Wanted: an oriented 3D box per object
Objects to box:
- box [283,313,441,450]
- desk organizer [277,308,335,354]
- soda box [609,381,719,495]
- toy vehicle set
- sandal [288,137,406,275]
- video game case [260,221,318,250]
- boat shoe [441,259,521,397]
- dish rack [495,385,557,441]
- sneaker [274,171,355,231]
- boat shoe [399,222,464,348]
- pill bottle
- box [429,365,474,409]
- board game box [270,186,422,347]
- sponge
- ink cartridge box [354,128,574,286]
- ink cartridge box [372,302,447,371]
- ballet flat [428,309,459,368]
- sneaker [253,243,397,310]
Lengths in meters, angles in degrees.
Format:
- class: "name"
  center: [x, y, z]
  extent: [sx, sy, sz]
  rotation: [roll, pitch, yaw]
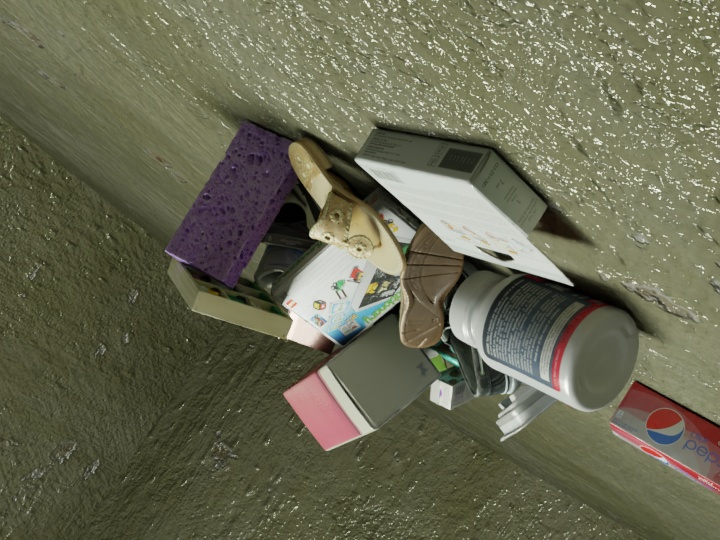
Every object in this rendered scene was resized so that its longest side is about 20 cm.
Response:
- class: "box"
  center: [-0.002, 0.155, 1.600]
  extent: [0.109, 0.128, 0.200]
  rotation: [53, 153, 1]
- class: "desk organizer"
  center: [-0.048, 0.020, 1.660]
  extent: [0.077, 0.200, 0.072]
  rotation: [21, 131, -2]
- class: "soda box"
  center: [0.426, 0.226, 1.521]
  extent: [0.200, 0.070, 0.063]
  rotation: [29, 169, 26]
- class: "toy vehicle set"
  center: [-0.169, 0.032, 1.495]
  extent: [0.124, 0.027, 0.200]
  rotation: [19, -173, -21]
- class: "sandal"
  center: [-0.038, -0.062, 1.374]
  extent: [0.212, 0.070, 0.078]
  rotation: [52, 150, 20]
- class: "video game case"
  center: [-0.054, -0.047, 1.575]
  extent: [0.200, 0.019, 0.143]
  rotation: [10, -167, -22]
- class: "boat shoe"
  center: [0.132, 0.066, 1.455]
  extent: [0.072, 0.071, 0.200]
  rotation: [109, 143, -50]
- class: "dish rack"
  center: [0.239, 0.144, 1.478]
  extent: [0.044, 0.172, 0.200]
  rotation: [52, 173, 9]
- class: "sneaker"
  center: [-0.105, -0.110, 1.541]
  extent: [0.200, 0.088, 0.076]
  rotation: [28, 171, 34]
- class: "boat shoe"
  center: [0.079, 0.002, 1.407]
  extent: [0.072, 0.072, 0.200]
  rotation: [0, 132, -5]
- class: "pill bottle"
  center: [0.200, 0.070, 1.326]
  extent: [0.200, 0.120, 0.120]
  rotation: [24, 167, 45]
- class: "box"
  center: [0.176, 0.144, 1.663]
  extent: [0.039, 0.041, 0.200]
  rotation: [24, -149, 38]
- class: "board game box"
  center: [0.000, 0.000, 1.471]
  extent: [0.126, 0.200, 0.035]
  rotation: [38, -153, -24]
- class: "sponge"
  center: [-0.155, -0.085, 1.490]
  extent: [0.112, 0.200, 0.030]
  rotation: [28, 174, 34]
- class: "ink cartridge box"
  center: [0.110, -0.065, 1.169]
  extent: [0.174, 0.044, 0.200]
  rotation: [39, 169, -33]
- class: "ink cartridge box"
  center: [0.049, 0.039, 1.677]
  extent: [0.148, 0.076, 0.200]
  rotation: [-99, -12, -61]
- class: "ballet flat"
  center: [0.102, 0.079, 1.576]
  extent: [0.070, 0.067, 0.200]
  rotation: [12, 158, 50]
- class: "sneaker"
  center: [-0.049, 0.025, 1.550]
  extent: [0.200, 0.087, 0.075]
  rotation: [17, 137, 16]
